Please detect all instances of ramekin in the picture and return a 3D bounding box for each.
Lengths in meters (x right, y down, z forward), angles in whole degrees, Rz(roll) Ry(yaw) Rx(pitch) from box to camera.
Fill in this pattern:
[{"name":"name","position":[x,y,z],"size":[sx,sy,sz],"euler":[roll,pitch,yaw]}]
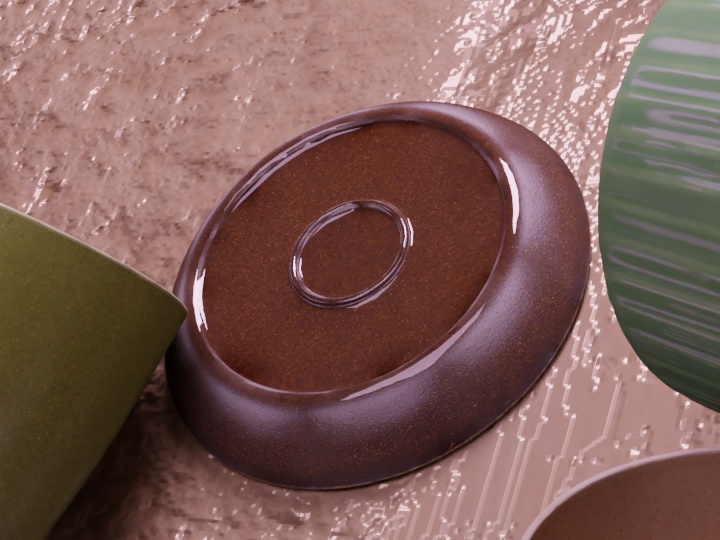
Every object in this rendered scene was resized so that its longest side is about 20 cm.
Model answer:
[{"name":"ramekin","position":[0.176,-0.030,0.902],"size":[0.097,0.200,0.200],"euler":[16,63,45]}]

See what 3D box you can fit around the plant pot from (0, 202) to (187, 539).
[{"name":"plant pot","position":[-0.195,0.072,1.041],"size":[0.187,0.187,0.201],"euler":[16,78,36]}]

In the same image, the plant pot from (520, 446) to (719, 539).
[{"name":"plant pot","position":[0.136,0.165,0.784],"size":[0.199,0.135,0.201],"euler":[5,29,-3]}]

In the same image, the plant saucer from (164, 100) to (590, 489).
[{"name":"plant saucer","position":[0.000,0.000,1.081],"size":[0.199,0.032,0.201],"euler":[-14,49,17]}]
